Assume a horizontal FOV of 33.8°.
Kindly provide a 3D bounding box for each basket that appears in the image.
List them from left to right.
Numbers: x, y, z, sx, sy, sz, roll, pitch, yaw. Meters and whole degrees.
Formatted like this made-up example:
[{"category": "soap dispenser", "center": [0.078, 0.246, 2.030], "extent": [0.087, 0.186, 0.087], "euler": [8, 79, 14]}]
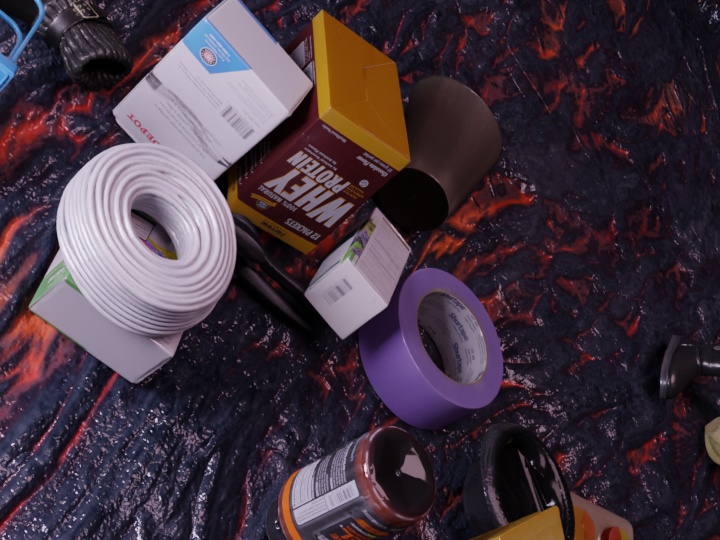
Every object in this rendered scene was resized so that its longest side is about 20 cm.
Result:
[{"category": "basket", "center": [0.110, -0.163, 1.754], "extent": [0.181, 0.135, 0.201], "euler": [50, 42, -18]}]

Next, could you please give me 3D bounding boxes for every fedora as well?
[{"category": "fedora", "center": [0.196, 0.307, 1.560], "extent": [0.199, 0.091, 0.203], "euler": [26, 48, -33]}]

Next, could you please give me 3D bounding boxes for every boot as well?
[{"category": "boot", "center": [-0.365, -0.289, 1.365], "extent": [0.210, 0.079, 0.160], "euler": [-13, 75, -50]}, {"category": "boot", "center": [0.619, 0.174, 2.019], "extent": [0.165, 0.197, 0.066], "euler": [-54, 145, -49]}]

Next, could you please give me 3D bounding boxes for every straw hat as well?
[{"category": "straw hat", "center": [0.643, 0.293, 2.047], "extent": [0.084, 0.201, 0.204], "euler": [-14, 70, -5]}]

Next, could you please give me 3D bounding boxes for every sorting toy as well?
[{"category": "sorting toy", "center": [0.335, 0.415, 1.681], "extent": [0.184, 0.036, 0.202], "euler": [29, 46, -31]}]

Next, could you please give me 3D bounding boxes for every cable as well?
[{"category": "cable", "center": [-0.215, -0.035, 1.228], "extent": [0.199, 0.069, 0.202], "euler": [-10, 73, -49]}]

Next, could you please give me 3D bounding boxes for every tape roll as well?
[{"category": "tape roll", "center": [0.096, 0.105, 1.594], "extent": [0.199, 0.085, 0.202], "euler": [27, 47, -33]}]

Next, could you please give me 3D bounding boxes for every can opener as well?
[{"category": "can opener", "center": [-0.120, 0.005, 1.454], "extent": [0.200, 0.063, 0.079], "euler": [49, 11, -26]}]

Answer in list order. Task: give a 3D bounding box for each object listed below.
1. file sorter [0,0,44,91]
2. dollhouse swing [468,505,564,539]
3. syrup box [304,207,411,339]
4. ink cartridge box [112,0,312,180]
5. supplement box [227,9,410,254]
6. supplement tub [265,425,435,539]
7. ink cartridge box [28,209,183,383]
[{"category": "file sorter", "center": [-0.422, -0.214, 1.161], "extent": [0.138, 0.199, 0.124], "euler": [38, 40, -22]}, {"category": "dollhouse swing", "center": [0.149, 0.401, 1.359], "extent": [0.180, 0.199, 0.178], "euler": [-10, 72, -49]}, {"category": "syrup box", "center": [0.000, 0.000, 1.524], "extent": [0.082, 0.078, 0.200], "euler": [49, 22, -10]}, {"category": "ink cartridge box", "center": [-0.178, -0.205, 1.415], "extent": [0.145, 0.199, 0.084], "euler": [46, 38, -12]}, {"category": "supplement box", "center": [-0.058, -0.173, 1.497], "extent": [0.132, 0.200, 0.199], "euler": [29, 37, -31]}, {"category": "supplement tub", "center": [-0.018, 0.250, 1.282], "extent": [0.106, 0.199, 0.108], "euler": [25, 49, -32]}, {"category": "ink cartridge box", "center": [-0.250, -0.004, 1.296], "extent": [0.144, 0.084, 0.202], "euler": [39, 42, -22]}]
